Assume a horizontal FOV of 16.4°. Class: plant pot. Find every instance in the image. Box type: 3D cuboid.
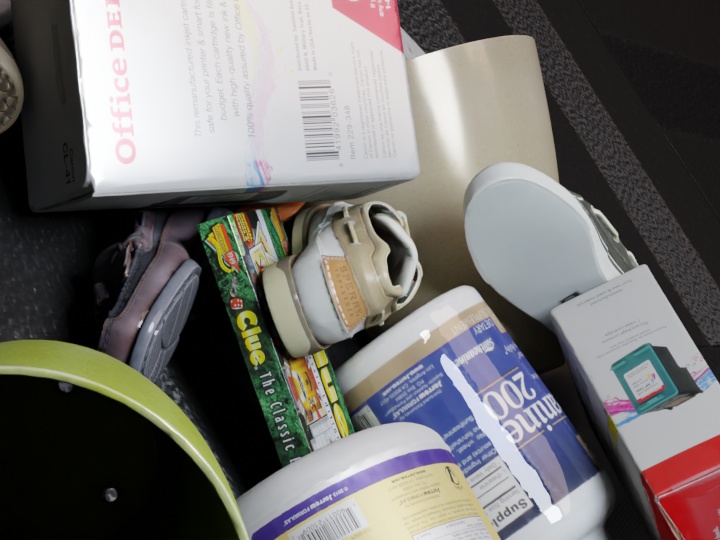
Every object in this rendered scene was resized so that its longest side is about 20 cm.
[{"bbox_3d":[0.053,-0.021,1.572,0.187,0.187,0.201,-9,79,-66],"label":"plant pot"},{"bbox_3d":[-0.132,0.104,1.017,0.187,0.187,0.200,48,7,-10],"label":"plant pot"}]

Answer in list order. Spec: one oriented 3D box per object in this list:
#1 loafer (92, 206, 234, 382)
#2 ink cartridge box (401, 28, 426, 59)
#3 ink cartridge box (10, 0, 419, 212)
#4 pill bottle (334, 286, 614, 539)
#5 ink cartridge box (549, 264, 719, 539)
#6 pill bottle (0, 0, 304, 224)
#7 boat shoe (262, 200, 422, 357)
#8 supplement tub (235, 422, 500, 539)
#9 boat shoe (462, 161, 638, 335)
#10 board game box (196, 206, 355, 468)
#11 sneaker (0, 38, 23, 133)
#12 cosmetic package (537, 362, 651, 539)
[{"bbox_3d":[-0.117,0.008,1.326,0.063,0.072,0.200,21,20,2],"label":"loafer"},{"bbox_3d":[0.000,-0.142,1.804,0.200,0.047,0.160,40,24,-42],"label":"ink cartridge box"},{"bbox_3d":[-0.079,-0.110,1.341,0.199,0.086,0.148,-3,84,-30],"label":"ink cartridge box"},{"bbox_3d":[0.075,0.119,1.436,0.200,0.111,0.111,55,22,6],"label":"pill bottle"},{"bbox_3d":[0.184,0.109,1.426,0.116,0.067,0.200,66,-2,-46],"label":"ink cartridge box"},{"bbox_3d":[-0.111,-0.104,1.433,0.200,0.106,0.106,46,23,-18],"label":"pill bottle"},{"bbox_3d":[0.000,0.000,1.380,0.200,0.068,0.075,-65,134,-74],"label":"boat shoe"},{"bbox_3d":[0.021,0.190,1.196,0.200,0.145,0.145,60,23,17],"label":"supplement tub"},{"bbox_3d":[0.117,-0.010,1.484,0.200,0.071,0.064,47,23,-44],"label":"boat shoe"},{"bbox_3d":[-0.033,0.064,1.350,0.105,0.023,0.201,-23,93,-80],"label":"board game box"},{"bbox_3d":[-0.257,-0.143,1.281,0.200,0.070,0.076,46,5,-28],"label":"sneaker"},{"bbox_3d":[0.183,0.134,1.574,0.107,0.085,0.200,24,23,-43],"label":"cosmetic package"}]
